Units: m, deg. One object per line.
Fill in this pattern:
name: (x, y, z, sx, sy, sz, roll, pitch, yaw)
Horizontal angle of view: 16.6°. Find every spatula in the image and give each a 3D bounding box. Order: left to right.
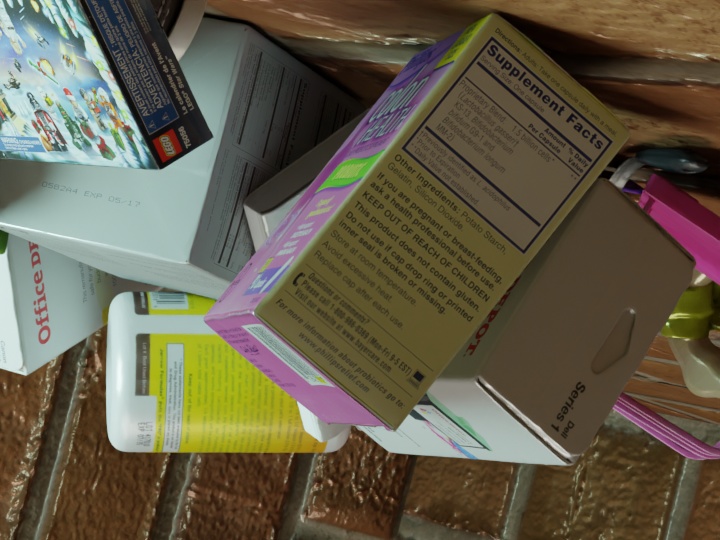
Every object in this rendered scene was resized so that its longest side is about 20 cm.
spatula: (0.171, -0.064, 1.535, 0.056, 0.021, 0.200, 11, 175, -14)

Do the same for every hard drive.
hard drive: (0.000, 0.000, 1.566, 0.026, 0.132, 0.200, 32, 149, 38)

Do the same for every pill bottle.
pill bottle: (-0.071, 0.069, 1.675, 0.200, 0.110, 0.109, 1, 177, -8)

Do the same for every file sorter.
file sorter: (0.204, 0.040, 1.549, 0.139, 0.126, 0.200, 34, 178, 6)

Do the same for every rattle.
rattle: (0.326, 0.021, 1.773, 0.200, 0.130, 0.143, -24, 162, 37)

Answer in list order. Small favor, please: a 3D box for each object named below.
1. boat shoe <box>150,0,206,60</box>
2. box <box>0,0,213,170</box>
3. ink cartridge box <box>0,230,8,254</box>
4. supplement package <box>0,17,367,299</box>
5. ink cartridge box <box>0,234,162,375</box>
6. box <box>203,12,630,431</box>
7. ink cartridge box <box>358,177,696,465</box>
boat shoe: (-0.153, -0.140, 1.387, 0.059, 0.072, 0.200, 23, 168, -25)
box: (-0.166, -0.123, 1.306, 0.040, 0.137, 0.200, -33, -160, -26)
ink cartridge box: (-0.327, -0.067, 1.531, 0.200, 0.076, 0.148, 7, 172, 5)
supplement package: (-0.114, -0.070, 1.562, 0.152, 0.151, 0.200, 12, 174, 23)
ink cartridge box: (-0.207, -0.038, 1.723, 0.083, 0.145, 0.200, 13, -149, 33)
box: (0.024, -0.022, 1.313, 0.097, 0.200, 0.176, 41, 171, -8)
ink cartridge box: (0.077, 0.029, 1.423, 0.084, 0.145, 0.200, 41, 160, -22)
